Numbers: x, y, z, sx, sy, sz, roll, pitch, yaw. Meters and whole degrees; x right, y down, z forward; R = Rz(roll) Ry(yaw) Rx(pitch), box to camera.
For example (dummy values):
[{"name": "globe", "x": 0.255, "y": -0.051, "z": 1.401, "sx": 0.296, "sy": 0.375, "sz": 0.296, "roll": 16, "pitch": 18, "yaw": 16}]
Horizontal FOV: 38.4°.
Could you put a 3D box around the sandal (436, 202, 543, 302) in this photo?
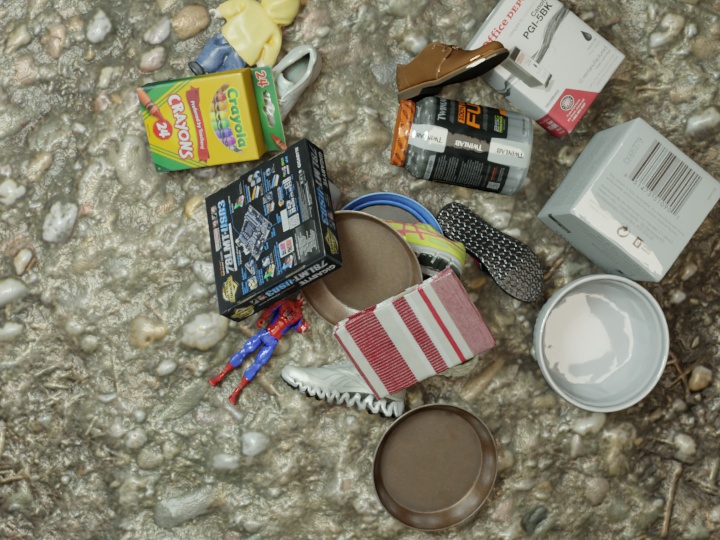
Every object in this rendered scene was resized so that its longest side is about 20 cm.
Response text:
[{"name": "sandal", "x": 0.201, "y": -0.029, "z": 1.584, "sx": 0.199, "sy": 0.045, "sz": 0.075, "roll": 41, "pitch": 83, "yaw": 11}]

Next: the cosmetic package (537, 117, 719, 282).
[{"name": "cosmetic package", "x": 0.387, "y": -0.099, "z": 1.509, "sx": 0.164, "sy": 0.200, "sz": 0.166, "roll": 37, "pitch": 88, "yaw": -3}]

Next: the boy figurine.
[{"name": "boy figurine", "x": -0.170, "y": -0.353, "z": 1.541, "sx": 0.124, "sy": 0.064, "sz": 0.200, "roll": 43, "pitch": 88, "yaw": -3}]

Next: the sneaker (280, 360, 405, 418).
[{"name": "sneaker", "x": -0.023, "y": 0.165, "z": 1.559, "sx": 0.197, "sy": 0.075, "sz": 0.083, "roll": 15, "pitch": 82, "yaw": -12}]

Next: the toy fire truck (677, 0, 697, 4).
[{"name": "toy fire truck", "x": 0.485, "y": -0.525, "z": 1.561, "sx": 0.172, "sy": 0.129, "sz": 0.204, "roll": 4, "pitch": 81, "yaw": -3}]

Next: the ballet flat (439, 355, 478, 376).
[{"name": "ballet flat", "x": 0.089, "y": 0.118, "z": 1.540, "sx": 0.196, "sy": 0.072, "sz": 0.073, "roll": 5, "pitch": 91, "yaw": -20}]

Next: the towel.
[{"name": "towel", "x": 0.077, "y": 0.093, "z": 1.476, "sx": 0.198, "sy": 0.023, "sz": 0.145, "roll": -26, "pitch": 116, "yaw": 16}]

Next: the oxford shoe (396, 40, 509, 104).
[{"name": "oxford shoe", "x": 0.126, "y": -0.305, "z": 1.512, "sx": 0.198, "sy": 0.071, "sz": 0.073, "roll": -13, "pitch": 88, "yaw": 38}]

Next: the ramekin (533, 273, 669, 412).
[{"name": "ramekin", "x": 0.354, "y": 0.106, "z": 1.559, "sx": 0.196, "sy": 0.105, "sz": 0.204, "roll": 0, "pitch": 91, "yaw": -3}]

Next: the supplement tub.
[{"name": "supplement tub", "x": 0.148, "y": -0.187, "z": 1.533, "sx": 0.196, "sy": 0.123, "sz": 0.125, "roll": 10, "pitch": 90, "yaw": -4}]

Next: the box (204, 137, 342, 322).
[{"name": "box", "x": -0.128, "y": -0.057, "z": 1.470, "sx": 0.197, "sy": 0.049, "sz": 0.203, "roll": -29, "pitch": 56, "yaw": 27}]

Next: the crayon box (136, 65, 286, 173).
[{"name": "crayon box", "x": -0.215, "y": -0.220, "z": 1.503, "sx": 0.196, "sy": 0.051, "sz": 0.129, "roll": -7, "pitch": 108, "yaw": 14}]

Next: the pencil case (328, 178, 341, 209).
[{"name": "pencil case", "x": -0.107, "y": -0.058, "z": 1.540, "sx": 0.090, "sy": 0.083, "sz": 0.202, "roll": 27, "pitch": 89, "yaw": 16}]

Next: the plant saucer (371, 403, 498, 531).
[{"name": "plant saucer", "x": 0.110, "y": 0.293, "z": 1.567, "sx": 0.196, "sy": 0.034, "sz": 0.204, "roll": -2, "pitch": 102, "yaw": -10}]

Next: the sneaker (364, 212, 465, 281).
[{"name": "sneaker", "x": 0.067, "y": -0.038, "z": 1.523, "sx": 0.197, "sy": 0.090, "sz": 0.079, "roll": 26, "pitch": 131, "yaw": 12}]

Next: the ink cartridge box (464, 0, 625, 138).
[{"name": "ink cartridge box", "x": 0.272, "y": -0.321, "z": 1.557, "sx": 0.199, "sy": 0.083, "sz": 0.148, "roll": 37, "pitch": 90, "yaw": -4}]

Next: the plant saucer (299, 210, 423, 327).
[{"name": "plant saucer", "x": 0.000, "y": 0.000, "z": 1.492, "sx": 0.197, "sy": 0.037, "sz": 0.204, "roll": 10, "pitch": 121, "yaw": 17}]

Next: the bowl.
[{"name": "bowl", "x": 0.035, "y": -0.016, "z": 1.570, "sx": 0.196, "sy": 0.039, "sz": 0.205, "roll": 0, "pitch": 91, "yaw": -3}]

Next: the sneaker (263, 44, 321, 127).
[{"name": "sneaker", "x": -0.131, "y": -0.258, "z": 1.537, "sx": 0.070, "sy": 0.080, "sz": 0.201, "roll": 36, "pitch": 90, "yaw": -5}]

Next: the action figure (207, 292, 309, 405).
[{"name": "action figure", "x": -0.142, "y": 0.109, "z": 1.536, "sx": 0.065, "sy": 0.099, "sz": 0.201, "roll": 40, "pitch": 86, "yaw": -4}]
